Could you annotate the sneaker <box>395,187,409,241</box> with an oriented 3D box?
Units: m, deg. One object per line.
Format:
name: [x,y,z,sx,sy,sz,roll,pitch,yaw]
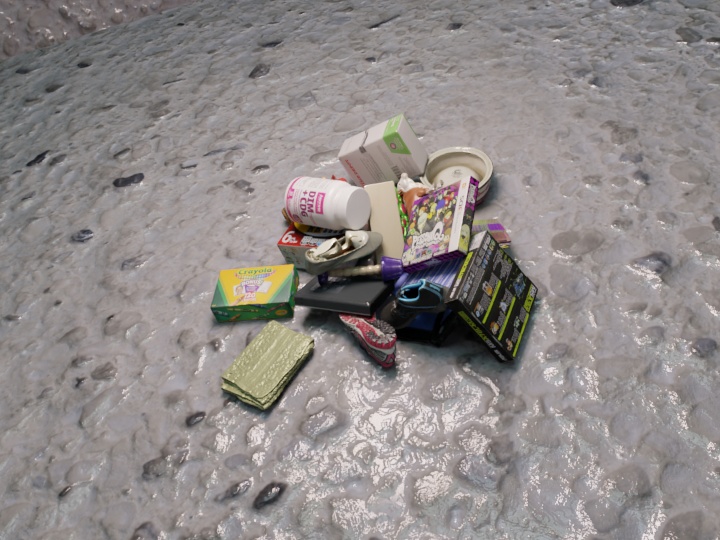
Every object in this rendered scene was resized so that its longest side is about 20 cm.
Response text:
sneaker: [0.077,-0.128,1.581,0.083,0.076,0.204,-32,44,32]

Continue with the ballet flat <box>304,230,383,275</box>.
ballet flat: [-0.036,-0.052,1.378,0.197,0.065,0.068,-26,47,-15]

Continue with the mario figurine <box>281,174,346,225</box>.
mario figurine: [-0.125,-0.206,1.664,0.197,0.107,0.123,-30,45,-16]

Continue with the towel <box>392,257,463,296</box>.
towel: [0.157,0.010,1.378,0.146,0.024,0.199,-53,26,-14]

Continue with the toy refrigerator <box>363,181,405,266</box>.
toy refrigerator: [0.058,-0.103,1.474,0.074,0.070,0.205,-10,87,-5]

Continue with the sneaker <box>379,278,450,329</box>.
sneaker: [0.100,0.064,1.298,0.199,0.081,0.075,-30,42,44]

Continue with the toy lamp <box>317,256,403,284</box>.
toy lamp: [0.000,0.000,1.401,0.195,0.059,0.059,-5,46,7]

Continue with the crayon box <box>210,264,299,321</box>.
crayon box: [-0.254,0.055,1.488,0.195,0.059,0.121,-5,47,9]

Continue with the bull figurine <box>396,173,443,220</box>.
bull figurine: [0.155,-0.163,1.537,0.120,0.064,0.205,-27,64,39]

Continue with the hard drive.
hard drive: [-0.035,0.050,1.410,0.196,0.034,0.139,5,26,27]

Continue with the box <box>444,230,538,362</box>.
box: [0.279,0.052,1.282,0.047,0.193,0.202,-20,32,48]

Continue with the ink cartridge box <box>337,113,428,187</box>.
ink cartridge box: [0.060,-0.306,1.640,0.197,0.146,0.085,-15,39,34]

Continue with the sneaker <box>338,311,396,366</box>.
sneaker: [0.012,0.137,1.344,0.079,0.076,0.200,-18,32,-18]

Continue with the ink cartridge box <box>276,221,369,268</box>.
ink cartridge box: [-0.081,-0.091,1.541,0.196,0.085,0.177,5,48,32]

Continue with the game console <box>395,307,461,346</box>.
game console: [0.162,0.053,1.355,0.114,0.177,0.202,26,53,-2]

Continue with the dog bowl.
dog bowl: [0.255,-0.239,1.628,0.195,0.075,0.203,-7,46,8]

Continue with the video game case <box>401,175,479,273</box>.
video game case: [0.176,-0.100,1.378,0.198,0.035,0.185,-18,52,54]

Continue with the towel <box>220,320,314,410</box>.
towel: [-0.204,0.206,1.352,0.146,0.037,0.201,19,56,29]

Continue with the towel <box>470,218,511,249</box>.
towel: [0.275,-0.083,1.458,0.140,0.023,0.201,-6,19,6]

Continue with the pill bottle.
pill bottle: [-0.078,-0.158,1.455,0.197,0.115,0.114,12,50,38]
